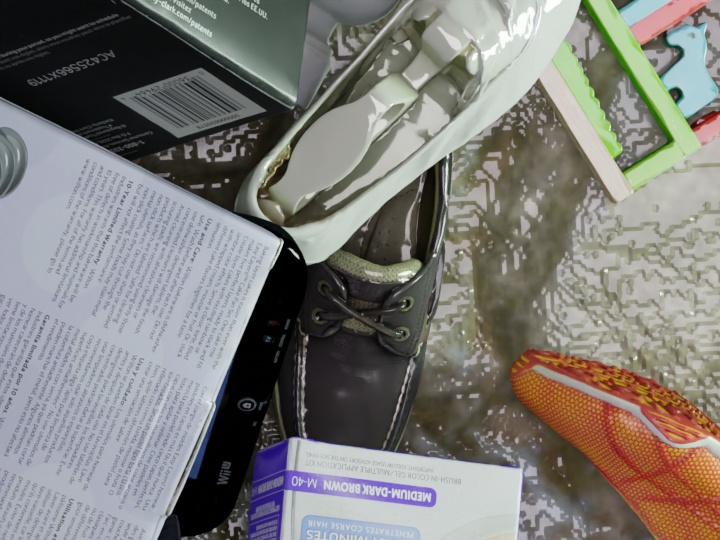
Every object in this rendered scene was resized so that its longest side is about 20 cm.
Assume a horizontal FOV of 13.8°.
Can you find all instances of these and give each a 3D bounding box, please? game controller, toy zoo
[{"bbox_3d":[-0.089,0.044,1.274,0.104,0.042,0.200,17,134,-3],"label":"game controller"},{"bbox_3d":[0.164,-0.138,1.346,0.200,0.020,0.131,-32,94,-1],"label":"toy zoo"}]

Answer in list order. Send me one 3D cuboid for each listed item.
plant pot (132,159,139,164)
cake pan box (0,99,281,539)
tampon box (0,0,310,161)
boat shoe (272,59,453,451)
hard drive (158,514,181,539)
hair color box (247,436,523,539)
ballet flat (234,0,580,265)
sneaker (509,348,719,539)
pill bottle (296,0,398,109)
[{"bbox_3d":[-0.183,-0.108,1.271,0.093,0.201,0.201,-16,94,39],"label":"plant pot"},{"bbox_3d":[-0.148,0.039,1.129,0.184,0.052,0.201,24,85,-25],"label":"cake pan box"},{"bbox_3d":[-0.106,-0.160,1.187,0.126,0.150,0.201,32,56,-41],"label":"tampon box"},{"bbox_3d":[0.000,0.000,1.319,0.073,0.065,0.201,6,91,-3],"label":"boat shoe"},{"bbox_3d":[-0.165,0.182,1.286,0.199,0.135,0.042,-17,123,3],"label":"hard drive"},{"bbox_3d":[0.004,0.178,1.270,0.109,0.065,0.201,8,79,-16],"label":"hair color box"},{"bbox_3d":[0.024,-0.079,1.256,0.069,0.069,0.200,45,91,-4],"label":"ballet flat"},{"bbox_3d":[0.147,0.104,1.331,0.200,0.073,0.077,34,100,-1],"label":"sneaker"},{"bbox_3d":[-0.015,-0.177,1.288,0.113,0.113,0.200,28,90,-4],"label":"pill bottle"}]
